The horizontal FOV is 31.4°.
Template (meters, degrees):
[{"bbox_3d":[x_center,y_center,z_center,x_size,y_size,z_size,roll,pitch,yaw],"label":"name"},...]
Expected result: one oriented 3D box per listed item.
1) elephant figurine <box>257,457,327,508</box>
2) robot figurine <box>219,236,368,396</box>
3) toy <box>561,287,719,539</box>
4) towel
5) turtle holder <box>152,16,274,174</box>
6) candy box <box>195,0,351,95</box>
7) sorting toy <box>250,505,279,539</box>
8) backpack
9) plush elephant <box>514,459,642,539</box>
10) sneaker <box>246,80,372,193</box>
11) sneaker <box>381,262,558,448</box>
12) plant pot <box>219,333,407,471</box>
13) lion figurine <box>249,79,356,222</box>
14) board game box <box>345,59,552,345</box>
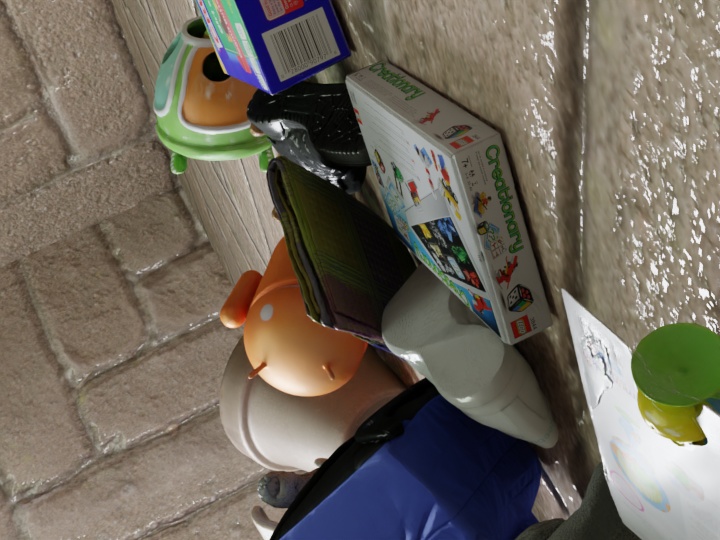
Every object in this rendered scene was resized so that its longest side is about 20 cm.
[{"bbox_3d":[0.005,0.214,1.220,0.141,0.198,0.157,-139,32,-72],"label":"elephant figurine"},{"bbox_3d":[-0.040,0.035,1.181,0.143,0.117,0.201,36,-144,-13],"label":"robot figurine"},{"bbox_3d":[0.149,0.086,0.530,0.115,0.047,0.201,43,169,39],"label":"toy"},{"bbox_3d":[0.000,0.000,0.972,0.199,0.023,0.145,26,-141,-57],"label":"towel"},{"bbox_3d":[-0.134,-0.189,1.291,0.186,0.139,0.133,-55,-32,-54],"label":"turtle holder"},{"bbox_3d":[-0.091,-0.239,1.006,0.200,0.076,0.171,-136,23,-70],"label":"candy box"},{"bbox_3d":[0.007,0.288,1.154,0.198,0.037,0.186,17,147,30],"label":"sorting toy"},{"bbox_3d":[0.045,0.179,0.910,0.168,0.162,0.200,51,-156,0],"label":"backpack"},{"bbox_3d":[0.133,0.231,0.724,0.165,0.199,0.155,53,-175,24],"label":"plush elephant"},{"bbox_3d":[-0.019,-0.099,1.006,0.199,0.060,0.104,24,166,49],"label":"sneaker"},{"bbox_3d":[0.077,0.062,0.882,0.088,0.075,0.200,42,-172,-26],"label":"sneaker"},{"bbox_3d":[-0.030,0.150,1.402,0.174,0.199,0.202,28,146,47],"label":"plant pot"},{"bbox_3d":[-0.054,-0.111,1.155,0.202,0.072,0.122,70,164,0],"label":"lion figurine"},{"bbox_3d":[0.051,-0.050,0.808,0.200,0.034,0.127,-131,20,-62],"label":"board game box"}]
